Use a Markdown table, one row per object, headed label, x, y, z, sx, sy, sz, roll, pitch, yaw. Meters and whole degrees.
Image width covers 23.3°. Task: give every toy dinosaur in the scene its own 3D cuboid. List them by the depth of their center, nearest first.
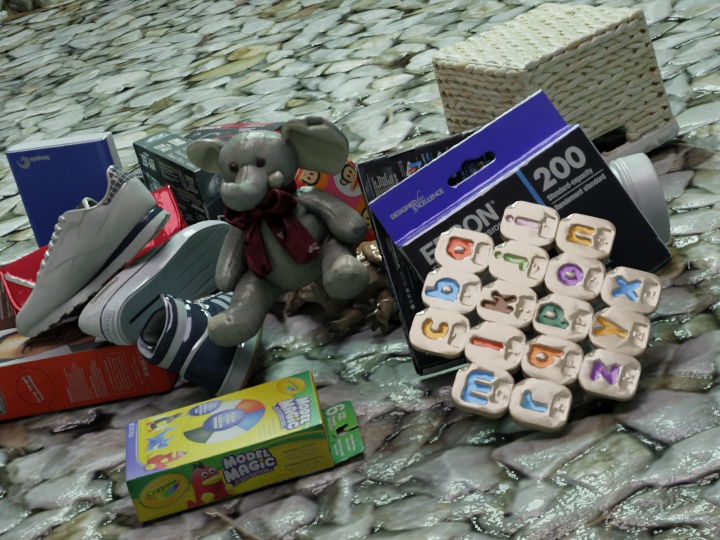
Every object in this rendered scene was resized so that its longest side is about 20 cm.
| label | x | y | z | sx | sy | sz | roll | pitch | yaw |
| --- | --- | --- | --- | --- | --- | --- | --- | --- | --- |
| toy dinosaur | 0.000 | 0.000 | 1.743 | 0.199 | 0.086 | 0.136 | -9 | 21 | 16 |

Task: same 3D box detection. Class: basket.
| label | x | y | z | sx | sy | sz | roll | pitch | yaw |
| --- | --- | --- | --- | --- | --- | --- | --- | --- | --- |
| basket | 0.217 | -0.198 | 1.983 | 0.197 | 0.162 | 0.200 | -27 | 22 | -24 |

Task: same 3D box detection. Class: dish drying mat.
| label | x | y | z | sx | sy | sz | roll | pitch | yaw |
| --- | --- | --- | --- | --- | --- | --- | --- | --- | --- |
| dish drying mat | -0.273 | -0.015 | 1.793 | 0.199 | 0.018 | 0.077 | -27 | 63 | 3 |

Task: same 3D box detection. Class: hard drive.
| label | x | y | z | sx | sy | sz | roll | pitch | yaw |
| --- | --- | --- | --- | --- | --- | --- | --- | --- | --- |
| hard drive | -0.302 | -0.048 | 1.917 | 0.131 | 0.201 | 0.025 | -5 | 23 | 26 |

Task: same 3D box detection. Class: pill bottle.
| label | x | y | z | sx | sy | sz | roll | pitch | yaw |
| --- | --- | --- | --- | --- | --- | --- | --- | --- | --- |
| pill bottle | 0.187 | -0.042 | 1.668 | 0.199 | 0.120 | 0.120 | -16 | 21 | -2 |

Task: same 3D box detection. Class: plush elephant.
| label | x | y | z | sx | sy | sz | roll | pitch | yaw |
| --- | --- | --- | --- | --- | --- | --- | --- | --- | --- |
| plush elephant | -0.082 | -0.060 | 1.610 | 0.164 | 0.155 | 0.200 | -20 | 30 | 25 |

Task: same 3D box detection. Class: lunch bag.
| label | x | y | z | sx | sy | sz | roll | pitch | yaw |
| --- | --- | --- | --- | --- | --- | --- | --- | --- | --- |
| lunch bag | -0.046 | -0.075 | 1.876 | 0.200 | 0.176 | 0.082 | 7 | 66 | 59 |

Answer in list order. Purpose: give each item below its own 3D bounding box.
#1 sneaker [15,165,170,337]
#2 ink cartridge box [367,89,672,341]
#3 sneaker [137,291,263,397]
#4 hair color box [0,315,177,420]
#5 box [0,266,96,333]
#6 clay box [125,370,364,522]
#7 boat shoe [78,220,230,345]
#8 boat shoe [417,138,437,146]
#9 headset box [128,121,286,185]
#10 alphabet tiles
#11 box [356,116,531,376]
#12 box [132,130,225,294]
| label | x | y | z | sx | sy | sz | roll | pitch | yaw |
| --- | --- | --- | --- | --- | --- | --- | --- | --- | --- |
| sneaker | -0.279 | -0.015 | 1.728 | 0.200 | 0.081 | 0.076 | -43 | 6 | 12 |
| ink cartridge box | 0.139 | -0.036 | 1.539 | 0.198 | 0.200 | 0.043 | -34 | -11 | -6 |
| sneaker | -0.152 | 0.048 | 1.688 | 0.108 | 0.070 | 0.200 | 23 | 22 | -10 |
| hair color box | -0.279 | 0.089 | 1.752 | 0.199 | 0.062 | 0.102 | -12 | 21 | 13 |
| box | -0.294 | 0.026 | 1.850 | 0.199 | 0.075 | 0.100 | -11 | -16 | 9 |
| clay box | -0.102 | 0.146 | 1.503 | 0.199 | 0.048 | 0.115 | -17 | 21 | -1 |
| boat shoe | -0.201 | 0.004 | 1.723 | 0.066 | 0.074 | 0.200 | 6 | 28 | 34 |
| boat shoe | 0.079 | -0.115 | 1.920 | 0.071 | 0.061 | 0.201 | -1 | 3 | 9 |
| headset box | -0.183 | -0.123 | 2.196 | 0.148 | 0.075 | 0.200 | 0 | 26 | 35 |
| alphabet tiles | 0.147 | 0.036 | 1.463 | 0.194 | 0.015 | 0.201 | 13 | 64 | 12 |
| box | 0.097 | -0.023 | 1.582 | 0.158 | 0.201 | 0.046 | -17 | -12 | -3 |
| box | -0.177 | -0.060 | 1.916 | 0.043 | 0.161 | 0.200 | -23 | 21 | -20 |
